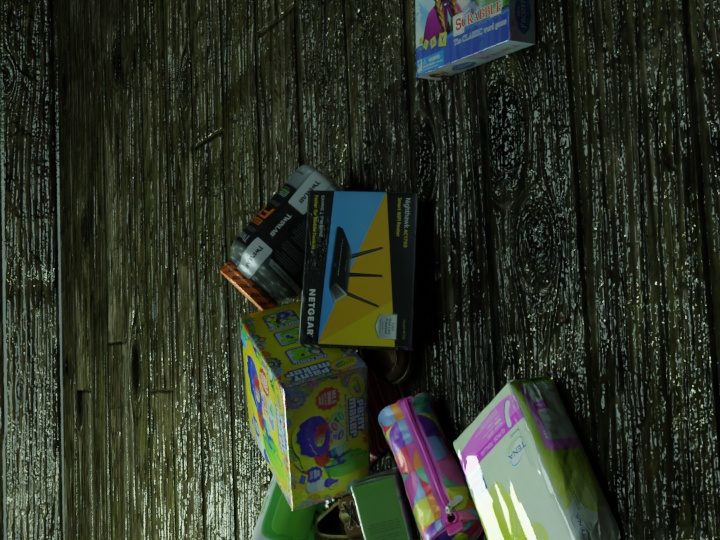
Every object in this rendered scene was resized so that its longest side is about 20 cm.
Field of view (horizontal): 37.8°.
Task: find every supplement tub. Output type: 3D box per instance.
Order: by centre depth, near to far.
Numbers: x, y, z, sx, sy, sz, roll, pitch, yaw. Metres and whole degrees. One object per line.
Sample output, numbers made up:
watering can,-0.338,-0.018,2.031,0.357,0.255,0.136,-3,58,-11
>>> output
supplement tub,-0.102,-0.042,1.513,0.200,0.123,0.122,-49,32,-8

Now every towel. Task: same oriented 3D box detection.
towel,0.004,0.201,1.509,0.201,0.022,0.146,-55,44,45

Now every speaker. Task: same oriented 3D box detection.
speaker,-0.103,0.355,1.549,0.089,0.087,0.201,-57,10,43

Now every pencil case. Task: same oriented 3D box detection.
pencil case,0.087,0.249,1.298,0.089,0.087,0.202,-61,40,39

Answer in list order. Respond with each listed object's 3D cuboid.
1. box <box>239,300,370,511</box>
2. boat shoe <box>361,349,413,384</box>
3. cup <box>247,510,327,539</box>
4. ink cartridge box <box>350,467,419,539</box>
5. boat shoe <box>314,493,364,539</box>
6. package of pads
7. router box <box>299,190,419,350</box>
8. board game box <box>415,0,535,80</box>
box,-0.076,0.179,1.449,0.193,0.120,0.203,-133,35,-54
boat shoe,0.006,0.069,1.431,0.072,0.068,0.201,-46,48,20
cup,-0.121,0.472,1.605,0.199,0.141,0.204,-3,87,61
ink cartridge box,0.046,0.359,1.331,0.104,0.058,0.203,36,-141,-81
boat shoe,0.002,0.344,1.461,0.200,0.067,0.073,-46,51,51
package of pads,0.186,0.233,1.136,0.155,0.067,0.202,-57,43,46
router box,0.000,0.000,1.371,0.051,0.146,0.204,63,-151,-78
board game box,0.133,-0.351,1.268,0.199,0.041,0.203,-7,83,60
